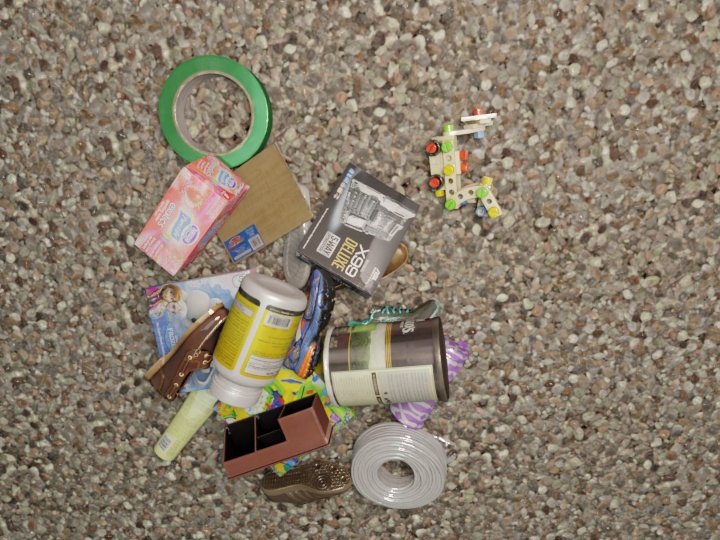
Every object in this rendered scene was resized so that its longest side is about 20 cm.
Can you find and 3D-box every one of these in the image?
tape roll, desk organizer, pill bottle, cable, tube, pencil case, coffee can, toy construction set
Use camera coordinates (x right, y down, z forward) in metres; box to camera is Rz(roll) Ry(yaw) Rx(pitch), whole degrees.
[{"bbox_3d":[-0.265,-0.287,0.950,0.200,0.048,0.201,0,102,2],"label":"tape roll"},{"bbox_3d":[-0.156,0.299,0.935,0.200,0.072,0.077,-21,98,7],"label":"desk organizer"},{"bbox_3d":[-0.172,0.115,0.842,0.112,0.112,0.200,23,99,-3],"label":"pill bottle"},{"bbox_3d":[0.078,0.405,1.059,0.200,0.069,0.200,25,115,-2],"label":"cable"},{"bbox_3d":[-0.355,0.308,1.081,0.058,0.052,0.200,29,101,-47],"label":"tube"},{"bbox_3d":[0.138,0.224,1.031,0.085,0.084,0.200,19,108,-42],"label":"pencil case"},{"bbox_3d":[0.049,0.164,0.914,0.199,0.146,0.147,-7,102,12],"label":"coffee can"},{"bbox_3d":[0.191,-0.193,0.934,0.131,0.092,0.201,1,95,26],"label":"toy construction set"}]

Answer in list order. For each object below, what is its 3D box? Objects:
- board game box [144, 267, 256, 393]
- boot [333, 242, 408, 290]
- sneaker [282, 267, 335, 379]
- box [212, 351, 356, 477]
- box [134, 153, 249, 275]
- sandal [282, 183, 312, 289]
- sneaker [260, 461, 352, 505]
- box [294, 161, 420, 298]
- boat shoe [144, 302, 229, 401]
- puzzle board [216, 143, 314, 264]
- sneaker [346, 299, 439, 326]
[{"bbox_3d":[-0.268,0.110,0.928,0.199,0.043,0.201,-10,96,6],"label":"board game box"},{"bbox_3d":[0.000,0.000,0.990,0.200,0.075,0.074,-20,99,5],"label":"boot"},{"bbox_3d":[-0.100,0.089,0.897,0.078,0.075,0.200,17,98,10],"label":"sneaker"},{"bbox_3d":[-0.142,0.254,1.022,0.200,0.122,0.193,-40,98,9],"label":"box"},{"bbox_3d":[-0.306,-0.101,0.937,0.095,0.103,0.200,41,117,-6],"label":"box"},{"bbox_3d":[-0.108,-0.063,0.989,0.050,0.082,0.203,-6,104,-41],"label":"sandal"},{"bbox_3d":[-0.110,0.459,1.099,0.199,0.071,0.076,-6,128,12],"label":"sneaker"},{"bbox_3d":[-0.005,-0.073,0.945,0.158,0.050,0.200,31,74,-4],"label":"box"},{"bbox_3d":[-0.281,0.141,0.877,0.070,0.070,0.200,46,107,6],"label":"boat shoe"},{"bbox_3d":[-0.199,-0.121,0.969,0.200,0.017,0.151,-28,92,23],"label":"puzzle board"},{"bbox_3d":[0.057,0.100,1.011,0.200,0.078,0.091,-30,96,6],"label":"sneaker"}]
